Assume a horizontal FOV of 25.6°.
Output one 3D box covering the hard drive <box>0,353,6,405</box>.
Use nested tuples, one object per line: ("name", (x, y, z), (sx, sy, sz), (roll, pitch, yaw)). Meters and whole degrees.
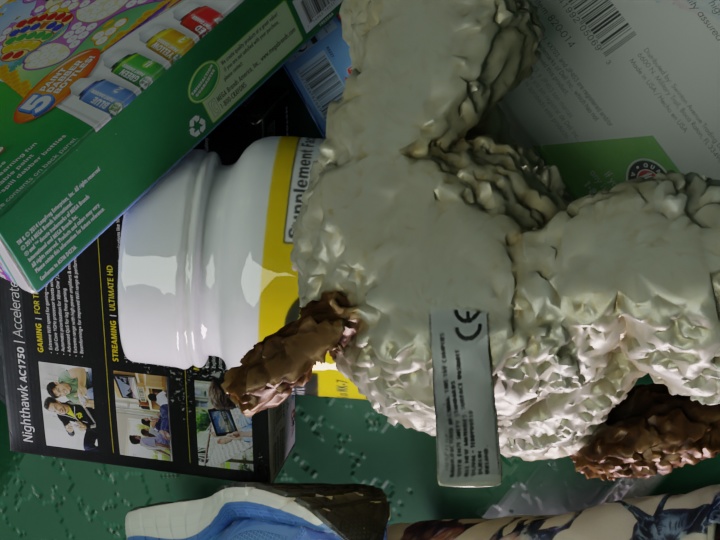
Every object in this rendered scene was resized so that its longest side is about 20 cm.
("hard drive", (-0.184, -0.032, 0.879), (0.139, 0.033, 0.200), (40, 119, 14))

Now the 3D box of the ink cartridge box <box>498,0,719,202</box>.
("ink cartridge box", (0.143, -0.095, 0.630), (0.200, 0.067, 0.117), (-35, 84, -9))

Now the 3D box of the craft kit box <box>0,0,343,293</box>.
("craft kit box", (-0.140, -0.094, 0.720), (0.197, 0.200, 0.049), (18, 145, 43))

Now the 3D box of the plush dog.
("plush dog", (0.043, 0.013, 0.551), (0.160, 0.172, 0.200), (-43, 66, -1))

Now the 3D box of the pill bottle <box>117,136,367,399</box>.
("pill bottle", (0.000, 0.000, 0.699), (0.199, 0.114, 0.115), (4, 107, 2))

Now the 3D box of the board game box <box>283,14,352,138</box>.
("board game box", (0.023, -0.176, 0.723), (0.200, 0.037, 0.152), (-32, 87, 33))

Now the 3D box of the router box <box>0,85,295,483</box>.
("router box", (-0.110, 0.004, 0.807), (0.148, 0.051, 0.201), (6, 113, 12))

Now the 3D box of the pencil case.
("pencil case", (0.094, 0.149, 0.742), (0.199, 0.089, 0.078), (-13, 82, 31))

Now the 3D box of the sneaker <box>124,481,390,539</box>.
("sneaker", (-0.051, 0.155, 0.803), (0.200, 0.078, 0.090), (-24, 66, 51))
